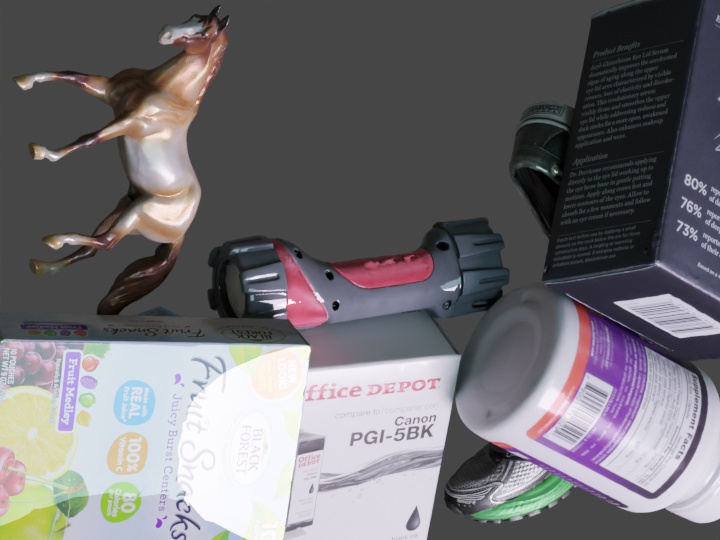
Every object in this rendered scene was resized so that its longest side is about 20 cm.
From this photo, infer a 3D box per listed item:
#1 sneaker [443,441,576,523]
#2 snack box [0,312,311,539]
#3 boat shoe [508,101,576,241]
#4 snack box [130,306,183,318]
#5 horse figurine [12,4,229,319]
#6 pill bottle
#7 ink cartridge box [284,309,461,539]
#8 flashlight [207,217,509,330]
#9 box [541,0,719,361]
[{"bbox_3d":[0.132,0.098,1.864,0.200,0.078,0.085,-42,123,-9],"label":"sneaker"},{"bbox_3d":[-0.140,0.101,1.638,0.199,0.053,0.143,2,110,-20],"label":"snack box"},{"bbox_3d":[0.158,-0.025,1.784,0.200,0.071,0.064,49,47,-33],"label":"boat shoe"},{"bbox_3d":[-0.157,0.136,1.714,0.116,0.037,0.201,-21,117,-33],"label":"snack box"},{"bbox_3d":[-0.143,-0.062,1.627,0.132,0.050,0.201,-16,121,-25],"label":"horse figurine"},{"bbox_3d":[0.171,0.096,1.775,0.200,0.111,0.112,28,104,-29],"label":"pill bottle"},{"bbox_3d":[-0.025,0.125,1.785,0.146,0.083,0.201,-5,121,-24],"label":"ink cartridge box"},{"bbox_3d":[0.000,0.000,1.737,0.199,0.068,0.068,-10,139,-26],"label":"flashlight"},{"bbox_3d":[0.219,-0.062,1.722,0.148,0.104,0.201,28,65,-36],"label":"box"}]
